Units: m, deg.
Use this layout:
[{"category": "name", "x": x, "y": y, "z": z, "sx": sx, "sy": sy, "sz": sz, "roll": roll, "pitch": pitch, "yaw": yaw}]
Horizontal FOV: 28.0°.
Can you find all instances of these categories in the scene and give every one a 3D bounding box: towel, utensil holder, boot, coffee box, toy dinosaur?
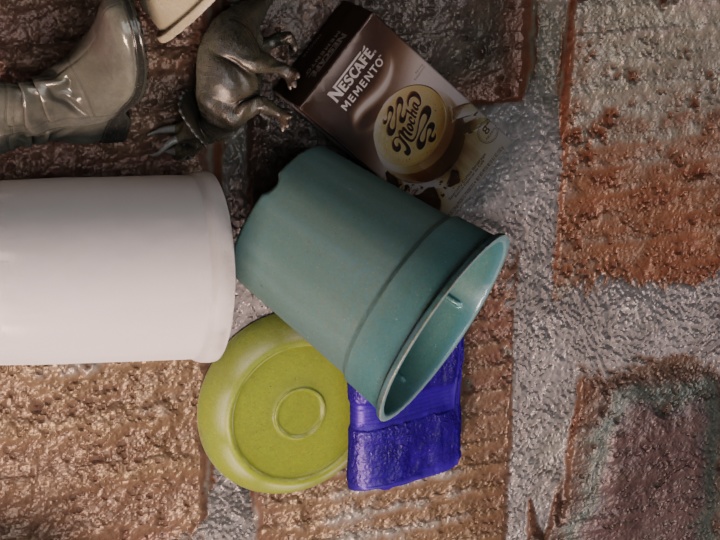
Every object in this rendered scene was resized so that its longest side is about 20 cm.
[{"category": "towel", "x": 0.051, "y": 0.119, "z": 1.466, "sx": 0.147, "sy": 0.049, "sz": 0.202, "roll": -14, "pitch": 111, "yaw": -38}, {"category": "utensil holder", "x": -0.226, "y": -0.001, "z": 1.261, "sx": 0.198, "sy": 0.170, "sz": 0.171, "roll": -1, "pitch": 108, "yaw": -21}, {"category": "boot", "x": -0.252, "y": -0.154, "z": 1.200, "sx": 0.130, "sy": 0.200, "sz": 0.068, "roll": -11, "pitch": 67, "yaw": -23}, {"category": "coffee box", "x": 0.031, "y": -0.146, "z": 1.370, "sx": 0.200, "sy": 0.080, "sz": 0.113, "roll": 38, "pitch": 91, "yaw": -29}, {"category": "toy dinosaur", "x": -0.110, "y": -0.181, "z": 1.299, "sx": 0.102, "sy": 0.077, "sz": 0.202, "roll": 14, "pitch": 101, "yaw": -27}]

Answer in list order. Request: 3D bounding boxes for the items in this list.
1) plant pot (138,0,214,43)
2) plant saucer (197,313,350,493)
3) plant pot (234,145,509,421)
[{"category": "plant pot", "x": -0.163, "y": -0.323, "z": 1.179, "sx": 0.183, "sy": 0.200, "sz": 0.201, "roll": 42, "pitch": 88, "yaw": -18}, {"category": "plant saucer", "x": -0.065, "y": 0.139, "z": 1.455, "sx": 0.198, "sy": 0.031, "sz": 0.202, "roll": -7, "pitch": 110, "yaw": -20}, {"category": "plant pot", "x": 0.000, "y": 0.000, "z": 1.318, "sx": 0.195, "sy": 0.200, "sz": 0.201, "roll": 34, "pitch": 93, "yaw": 14}]
